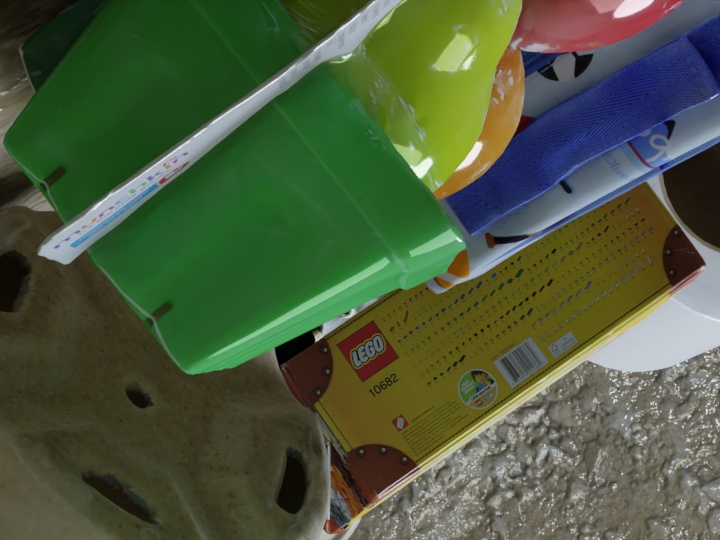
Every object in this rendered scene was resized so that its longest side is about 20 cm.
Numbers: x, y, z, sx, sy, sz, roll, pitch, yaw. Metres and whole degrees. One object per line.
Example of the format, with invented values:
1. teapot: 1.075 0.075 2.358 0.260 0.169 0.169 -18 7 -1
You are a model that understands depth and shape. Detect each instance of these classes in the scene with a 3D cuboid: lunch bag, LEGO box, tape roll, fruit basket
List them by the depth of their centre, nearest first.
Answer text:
1. fruit basket: 0.018 -0.065 0.424 0.200 0.094 0.185 -45 178 0
2. lunch bag: 0.091 -0.076 0.590 0.200 0.076 0.160 -32 -173 40
3. LEGO box: 0.054 0.037 0.947 0.200 0.077 0.149 -33 173 -16
4. tape roll: 0.214 -0.042 1.322 0.203 0.203 0.139 -27 177 -28

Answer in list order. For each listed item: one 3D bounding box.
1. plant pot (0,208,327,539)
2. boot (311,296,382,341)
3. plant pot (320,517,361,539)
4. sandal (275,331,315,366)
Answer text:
1. plant pot: -0.116 0.086 0.584 0.183 0.201 0.200 -43 170 29
2. boot: 0.001 0.001 1.071 0.154 0.074 0.204 -39 -179 -3
3. plant pot: -0.124 0.127 1.341 0.183 0.201 0.200 -12 166 -41
4. sandal: -0.073 0.045 0.885 0.075 0.045 0.200 -44 174 11
